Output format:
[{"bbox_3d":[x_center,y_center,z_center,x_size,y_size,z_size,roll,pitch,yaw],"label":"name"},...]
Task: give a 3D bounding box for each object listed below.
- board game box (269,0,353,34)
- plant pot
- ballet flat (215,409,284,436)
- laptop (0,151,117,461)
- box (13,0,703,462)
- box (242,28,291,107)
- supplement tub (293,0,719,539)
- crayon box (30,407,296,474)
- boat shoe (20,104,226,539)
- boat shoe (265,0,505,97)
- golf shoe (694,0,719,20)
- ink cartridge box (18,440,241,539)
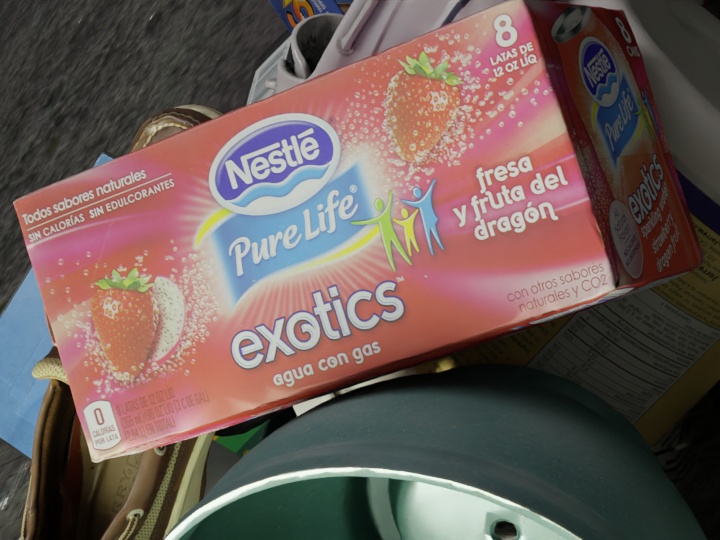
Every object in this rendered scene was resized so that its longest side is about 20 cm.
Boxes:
[{"bbox_3d":[0.053,-0.131,0.906,0.200,0.136,0.034,-32,-4,-40],"label":"board game box"},{"bbox_3d":[0.036,0.114,0.683,0.200,0.200,0.134,-43,8,33],"label":"plant pot"},{"bbox_3d":[0.000,0.000,0.885,0.200,0.073,0.073,-40,22,-3],"label":"ballet flat"},{"bbox_3d":[-0.135,0.051,1.210,0.188,0.116,0.200,-58,22,0],"label":"laptop"},{"bbox_3d":[-0.001,-0.012,0.680,0.199,0.096,0.100,-19,-4,26],"label":"box"},{"bbox_3d":[0.007,-0.047,1.040,0.132,0.114,0.201,-40,26,40],"label":"box"},{"bbox_3d":[0.077,0.000,0.781,0.200,0.145,0.146,-48,23,23],"label":"supplement tub"},{"bbox_3d":[-0.082,0.048,1.085,0.126,0.051,0.201,-4,40,19],"label":"crayon box"},{"bbox_3d":[-0.087,0.037,0.786,0.074,0.075,0.204,13,97,28],"label":"boat shoe"},{"bbox_3d":[-0.001,-0.070,0.785,0.200,0.065,0.074,-48,0,43],"label":"boat shoe"},{"bbox_3d":[0.148,-0.084,0.865,0.200,0.073,0.092,-44,0,30],"label":"golf shoe"},{"bbox_3d":[-0.100,0.181,0.917,0.200,0.145,0.088,-52,24,11],"label":"ink cartridge box"}]
